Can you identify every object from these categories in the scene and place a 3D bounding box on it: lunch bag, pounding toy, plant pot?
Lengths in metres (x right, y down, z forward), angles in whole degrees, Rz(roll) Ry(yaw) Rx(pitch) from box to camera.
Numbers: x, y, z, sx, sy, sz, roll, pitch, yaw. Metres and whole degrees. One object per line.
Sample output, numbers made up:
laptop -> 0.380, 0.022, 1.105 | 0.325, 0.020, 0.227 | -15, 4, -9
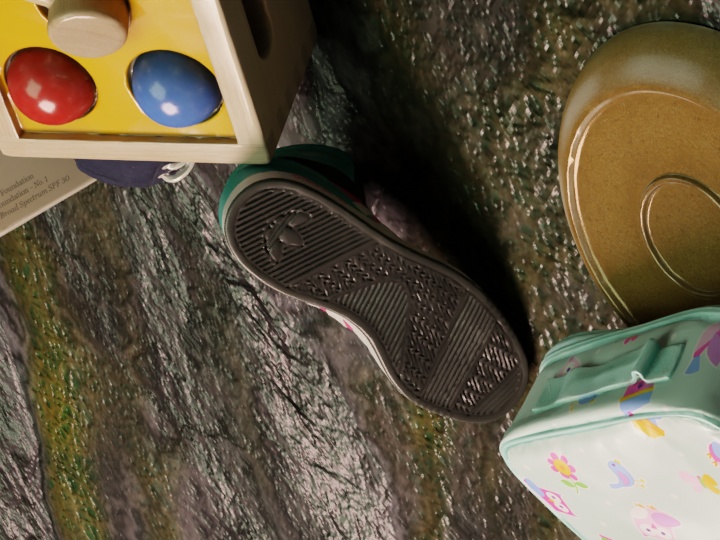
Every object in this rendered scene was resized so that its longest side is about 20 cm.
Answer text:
lunch bag -> 0.167, 0.088, 1.217 | 0.160, 0.077, 0.200 | 42, 152, -16
pounding toy -> -0.145, -0.147, 1.313 | 0.183, 0.143, 0.201 | 2, 138, 18
plant pot -> 0.163, -0.020, 1.218 | 0.200, 0.027, 0.201 | 32, 139, 33

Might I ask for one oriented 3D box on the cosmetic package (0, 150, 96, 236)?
cosmetic package -> -0.244, -0.124, 1.589 | 0.201, 0.103, 0.073 | 60, 153, -6

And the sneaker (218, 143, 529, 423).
sneaker -> 0.000, 0.000, 1.400 | 0.200, 0.084, 0.121 | 38, -170, -21

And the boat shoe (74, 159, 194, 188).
boat shoe -> -0.107, -0.090, 1.488 | 0.199, 0.075, 0.093 | 11, 153, 37
